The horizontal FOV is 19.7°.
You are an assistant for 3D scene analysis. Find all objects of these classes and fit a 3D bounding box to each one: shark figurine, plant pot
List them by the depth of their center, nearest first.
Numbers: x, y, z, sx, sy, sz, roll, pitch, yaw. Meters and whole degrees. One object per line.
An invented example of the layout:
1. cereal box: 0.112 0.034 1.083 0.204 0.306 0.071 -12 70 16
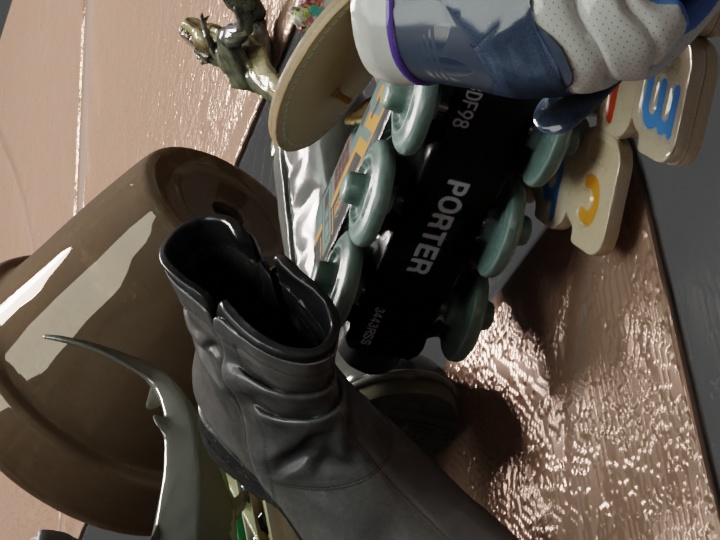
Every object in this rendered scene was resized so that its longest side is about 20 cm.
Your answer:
1. shark figurine: -0.101 0.122 0.996 0.128 0.089 0.215 -26 64 50
2. plant pot: -0.120 0.027 1.220 0.175 0.200 0.200 -51 34 26

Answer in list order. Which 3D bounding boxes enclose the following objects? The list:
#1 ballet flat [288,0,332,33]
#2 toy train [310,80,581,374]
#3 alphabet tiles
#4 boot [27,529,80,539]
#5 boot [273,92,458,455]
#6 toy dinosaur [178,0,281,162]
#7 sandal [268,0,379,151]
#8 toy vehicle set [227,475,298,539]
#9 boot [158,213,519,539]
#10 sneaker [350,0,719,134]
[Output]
1. ballet flat: -0.029 -0.185 1.155 0.200 0.064 0.076 -119 38 -58
2. toy train: 0.032 -0.048 0.893 0.114 0.085 0.200 -92 19 -47
3. alphabet tiles: 0.100 -0.113 0.851 0.200 0.015 0.196 -137 55 -65
4. boot: -0.133 0.198 1.182 0.200 0.174 0.069 119 149 -48
5. boot: -0.002 -0.001 1.043 0.182 0.072 0.200 140 137 -62
6. toy dinosaur: -0.072 -0.143 1.291 0.200 0.047 0.088 -126 30 -60
7. sandal: 0.032 -0.115 0.966 0.070 0.078 0.212 45 121 19
8. toy vehicle set: -0.039 0.151 1.052 0.124 0.026 0.200 -129 27 -62
9. boot: -0.010 0.068 0.866 0.200 0.070 0.132 32 150 29
10. sneaker: 0.096 -0.138 0.766 0.146 0.081 0.200 2 46 33
